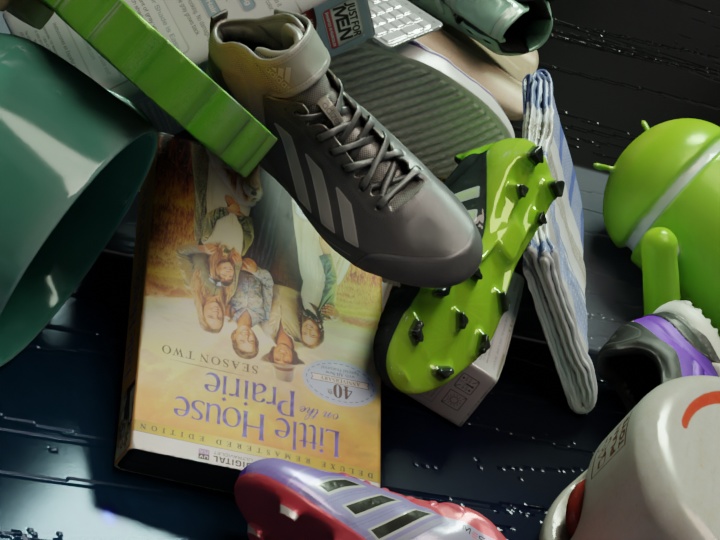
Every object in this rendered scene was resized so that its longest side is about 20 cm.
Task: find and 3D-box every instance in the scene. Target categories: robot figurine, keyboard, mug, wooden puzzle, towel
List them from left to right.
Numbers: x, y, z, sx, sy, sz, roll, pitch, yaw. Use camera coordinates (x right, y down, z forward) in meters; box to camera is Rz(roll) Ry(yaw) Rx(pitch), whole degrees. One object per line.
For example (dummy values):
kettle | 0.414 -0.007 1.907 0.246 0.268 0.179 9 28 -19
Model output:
mug | -0.190 -0.043 0.948 0.114 0.153 0.185 35 1 2
keyboard | -0.038 -0.197 1.174 0.199 0.011 0.056 36 35 25
wooden puzzle | 0.051 -0.181 1.364 0.184 0.037 0.200 34 19 -4
towel | 0.132 -0.022 1.212 0.201 0.024 0.148 -84 158 -49
robot figurine | 0.259 -0.027 1.323 0.200 0.116 0.175 43 44 10

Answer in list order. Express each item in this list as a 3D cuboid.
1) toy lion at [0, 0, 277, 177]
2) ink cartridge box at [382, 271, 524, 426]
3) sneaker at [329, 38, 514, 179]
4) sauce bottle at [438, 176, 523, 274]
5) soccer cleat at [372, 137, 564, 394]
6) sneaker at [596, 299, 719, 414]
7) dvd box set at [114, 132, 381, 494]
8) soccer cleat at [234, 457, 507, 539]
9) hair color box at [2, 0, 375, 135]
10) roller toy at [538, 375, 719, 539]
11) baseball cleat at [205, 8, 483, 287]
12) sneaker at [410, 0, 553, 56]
toy lion | -0.123 -0.122 0.963 0.191 0.069 0.200 41 1 -4
ink cartridge box | 0.000 0.000 1.133 0.199 0.050 0.109 31 37 -6
sneaker | 0.022 -0.144 1.202 0.200 0.073 0.115 33 34 -6
sauce bottle | 0.052 -0.076 1.252 0.066 0.066 0.201 5 40 -36
soccer cleat | 0.050 -0.002 1.074 0.068 0.081 0.201 57 47 -28
sneaker | 0.221 0.114 1.181 0.099 0.070 0.201 -15 57 -39
dvd box set | -0.057 0.028 1.018 0.145 0.029 0.202 15 55 -20
soccer cleat | 0.023 0.144 0.966 0.199 0.067 0.077 32 55 -14
hair color box | -0.102 -0.148 1.104 0.199 0.061 0.099 -27 63 -5
roller toy | 0.204 0.159 1.045 0.199 0.140 0.183 2 47 -38
baseball cleat | -0.015 -0.070 0.999 0.199 0.107 0.070 35 63 21
sneaker | 0.057 -0.212 1.266 0.200 0.074 0.118 19 18 -45
